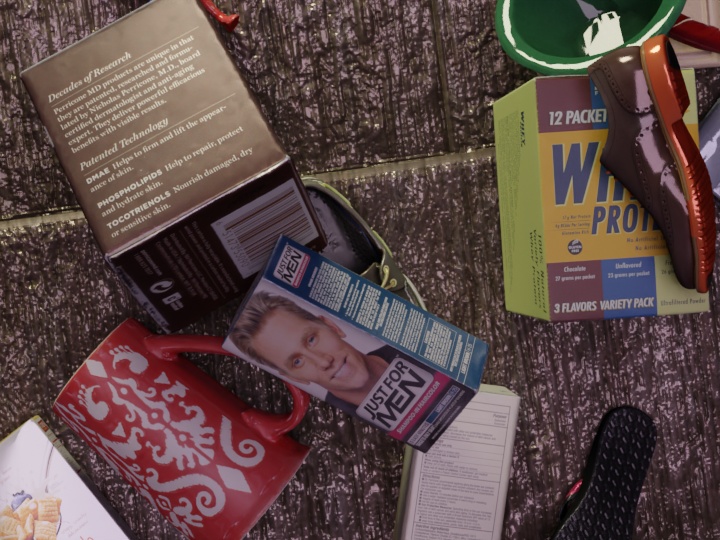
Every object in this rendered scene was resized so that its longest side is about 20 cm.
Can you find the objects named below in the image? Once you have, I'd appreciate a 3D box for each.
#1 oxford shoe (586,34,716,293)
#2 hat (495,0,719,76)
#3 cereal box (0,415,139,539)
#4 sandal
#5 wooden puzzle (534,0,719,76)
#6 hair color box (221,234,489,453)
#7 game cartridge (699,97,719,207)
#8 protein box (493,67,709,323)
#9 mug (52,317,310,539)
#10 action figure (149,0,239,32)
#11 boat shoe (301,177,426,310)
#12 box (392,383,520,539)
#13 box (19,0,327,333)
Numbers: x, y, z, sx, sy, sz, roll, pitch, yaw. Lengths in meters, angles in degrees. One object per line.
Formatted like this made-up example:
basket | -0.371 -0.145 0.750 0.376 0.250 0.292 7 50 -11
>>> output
oxford shoe | 0.229 -0.077 1.050 0.072 0.071 0.202 -13 95 24
hat | 0.241 -0.195 1.224 0.199 0.176 0.166 17 71 34
cereal box | -0.288 0.253 1.222 0.144 0.040 0.200 -39 93 -3
sandal | 0.222 0.224 1.262 0.075 0.045 0.201 27 75 -10
wooden puzzle | 0.248 -0.276 1.257 0.198 0.037 0.187 -5 92 -9
hair color box | -0.005 0.063 1.122 0.199 0.061 0.100 28 132 -6
game cartridge | 0.406 -0.090 1.263 0.200 0.042 0.133 37 94 -7
protein box | 0.202 -0.062 1.171 0.134 0.200 0.200 -4 91 -4
mug | -0.148 0.129 1.193 0.200 0.133 0.178 39 81 1
action figure | -0.197 -0.281 1.194 0.200 0.099 0.065 44 87 -1
boat shoe | -0.002 0.002 1.228 0.072 0.060 0.202 -37 93 -3
box | 0.083 0.202 1.228 0.094 0.078 0.202 9 90 -3
box | -0.152 -0.090 1.130 0.163 0.166 0.201 -29 64 -3
